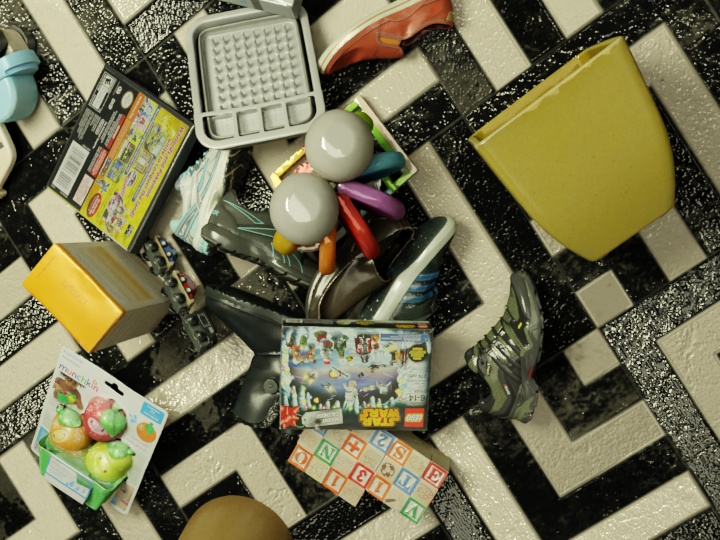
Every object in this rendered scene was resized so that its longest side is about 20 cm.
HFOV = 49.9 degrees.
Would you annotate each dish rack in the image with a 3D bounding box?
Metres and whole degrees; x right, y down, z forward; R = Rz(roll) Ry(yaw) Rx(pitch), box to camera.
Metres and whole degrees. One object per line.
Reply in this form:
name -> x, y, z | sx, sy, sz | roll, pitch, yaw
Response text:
dish rack -> -0.138, -0.251, 1.020 | 0.167, 0.044, 0.205 | -11, 71, 0

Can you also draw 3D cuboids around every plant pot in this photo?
plant pot -> 0.266, -0.131, 0.931 | 0.193, 0.196, 0.202 | -35, 96, 11
plant pot -> -0.196, 0.438, 1.057 | 0.182, 0.200, 0.191 | 1, 96, 8

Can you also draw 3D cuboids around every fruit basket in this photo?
fruit basket -> -0.383, 0.236, 1.109 | 0.183, 0.094, 0.202 | 30, 119, 6

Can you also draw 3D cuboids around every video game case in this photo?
video game case -> -0.337, -0.158, 1.092 | 0.179, 0.025, 0.203 | 34, 100, 18

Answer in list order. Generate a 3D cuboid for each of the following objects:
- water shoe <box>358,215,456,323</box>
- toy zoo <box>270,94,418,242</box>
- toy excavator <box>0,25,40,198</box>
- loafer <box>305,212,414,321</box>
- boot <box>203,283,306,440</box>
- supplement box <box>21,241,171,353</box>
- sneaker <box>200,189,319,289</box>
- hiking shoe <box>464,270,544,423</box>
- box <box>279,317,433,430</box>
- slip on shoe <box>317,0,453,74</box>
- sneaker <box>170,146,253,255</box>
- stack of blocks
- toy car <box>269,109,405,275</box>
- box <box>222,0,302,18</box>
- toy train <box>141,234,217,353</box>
water shoe -> 0.076, 0.019, 1.046 | 0.078, 0.072, 0.201 | 33, 100, -23
toy zoo -> -0.034, -0.123, 1.063 | 0.199, 0.020, 0.132 | -39, 88, 11
toy excavator -> -0.524, -0.223, 1.107 | 0.191, 0.100, 0.203 | -25, 99, 12
loafer -> 0.000, 0.000, 1.019 | 0.071, 0.073, 0.202 | 33, 90, 46
boot -> -0.150, 0.128, 1.079 | 0.196, 0.076, 0.171 | 22, 95, 1
supplement box -> -0.341, 0.030, 1.040 | 0.126, 0.200, 0.074 | 44, 97, 4
sneaker -> -0.114, -0.036, 1.043 | 0.197, 0.075, 0.081 | 27, 78, -19
hiking shoe -> 0.187, 0.101, 1.020 | 0.098, 0.076, 0.205 | 2, 97, 6
box -> -0.007, 0.136, 1.005 | 0.195, 0.040, 0.140 | 1, 102, -5
slip on shoe -> 0.033, -0.304, 1.011 | 0.197, 0.074, 0.062 | -26, 94, 6
sneaker -> -0.212, -0.128, 1.066 | 0.085, 0.078, 0.204 | 21, 98, 11
stack of blocks -> 0.013, 0.263, 1.074 | 0.198, 0.059, 0.117 | 32, 100, 5
toy car -> -0.018, -0.090, 0.957 | 0.148, 0.175, 0.203 | 30, 88, 0
box -> -0.157, -0.436, 1.026 | 0.195, 0.041, 0.160 | 15, 84, 7
toy train -> -0.251, 0.027, 1.075 | 0.202, 0.045, 0.034 | 56, 137, 25
